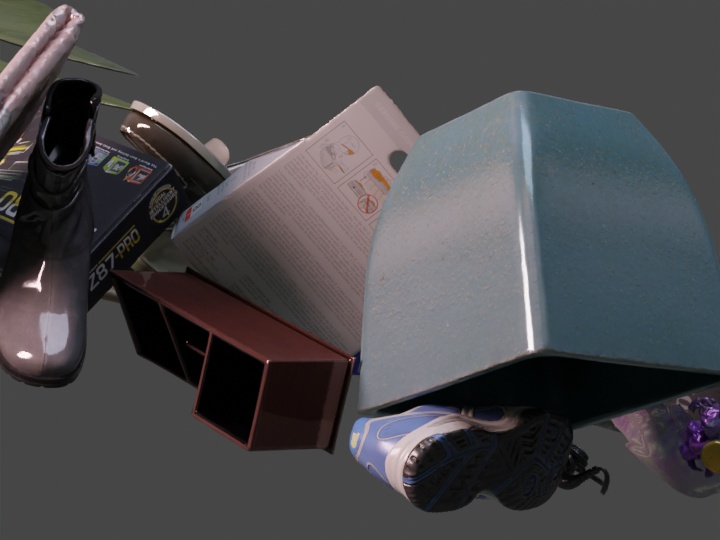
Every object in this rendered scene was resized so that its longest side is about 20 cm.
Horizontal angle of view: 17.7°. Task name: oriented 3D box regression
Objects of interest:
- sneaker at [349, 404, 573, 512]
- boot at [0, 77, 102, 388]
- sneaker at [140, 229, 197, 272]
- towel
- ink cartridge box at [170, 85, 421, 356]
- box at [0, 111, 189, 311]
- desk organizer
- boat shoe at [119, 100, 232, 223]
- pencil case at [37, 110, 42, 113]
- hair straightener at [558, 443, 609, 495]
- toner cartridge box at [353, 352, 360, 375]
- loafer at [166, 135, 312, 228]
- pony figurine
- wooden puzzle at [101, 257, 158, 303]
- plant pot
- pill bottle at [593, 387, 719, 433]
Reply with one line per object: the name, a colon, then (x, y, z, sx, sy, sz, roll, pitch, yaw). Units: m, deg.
sneaker: (0.074, 0.118, 1.572, 0.077, 0.076, 0.200, 22, 8, 38)
boot: (-0.214, -0.030, 1.591, 0.069, 0.132, 0.201, 4, 47, -12)
sneaker: (-0.117, 0.007, 1.902, 0.073, 0.085, 0.200, -1, 2, -40)
towel: (-0.274, -0.072, 1.615, 0.032, 0.200, 0.191, 36, 38, -7)
ink cartridge box: (-0.016, -0.029, 1.721, 0.162, 0.200, 0.050, 49, 15, -17)
box: (-0.254, -0.041, 1.750, 0.200, 0.161, 0.049, 23, -29, 35)
desk organizer: (-0.101, 0.061, 1.636, 0.077, 0.072, 0.200, 2, 17, -42)
boat shoe: (-0.113, -0.047, 1.782, 0.202, 0.060, 0.072, 43, -5, -10)
pencil case: (-0.263, -0.081, 2.007, 0.091, 0.094, 0.200, 47, 12, 33)
hair straightener: (0.129, 0.119, 1.737, 0.077, 0.041, 0.200, 6, 14, -38)
toner cartridge box: (-0.030, 0.036, 1.928, 0.095, 0.043, 0.200, 8, 13, -43)
loafer: (-0.124, -0.073, 1.903, 0.199, 0.070, 0.070, -7, 4, -25)
pony figurine: (0.296, 0.131, 1.700, 0.193, 0.166, 0.200, 49, 11, 3)
wooden puzzle: (-0.270, -0.021, 1.899, 0.199, 0.037, 0.185, 9, 13, -29)
plant pot: (0.122, -0.010, 1.594, 0.196, 0.201, 0.196, 7, -19, -37)
pill bottle: (0.275, 0.090, 1.885, 0.199, 0.116, 0.116, 15, 11, 2)
